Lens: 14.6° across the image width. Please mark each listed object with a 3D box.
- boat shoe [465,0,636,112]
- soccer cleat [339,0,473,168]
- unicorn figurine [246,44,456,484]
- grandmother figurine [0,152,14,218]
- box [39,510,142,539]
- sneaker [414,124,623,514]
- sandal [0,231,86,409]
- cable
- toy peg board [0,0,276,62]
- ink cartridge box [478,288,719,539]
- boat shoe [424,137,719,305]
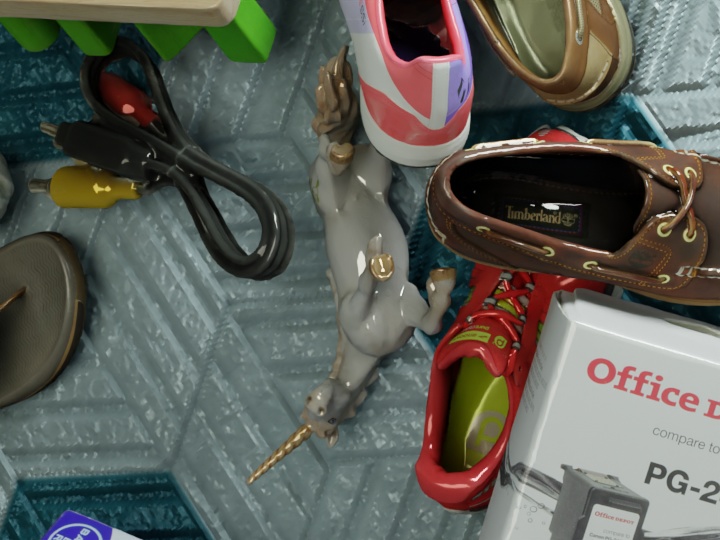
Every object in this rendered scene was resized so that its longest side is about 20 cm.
[{"bbox_3d":[0.071,-0.172,1.397,0.076,0.074,0.201,-34,77,22],"label":"boat shoe"},{"bbox_3d":[0.017,-0.146,1.390,0.073,0.068,0.201,103,158,-51],"label":"soccer cleat"},{"bbox_3d":[0.000,0.000,1.429,0.073,0.137,0.201,9,70,-12],"label":"unicorn figurine"},{"bbox_3d":[-0.278,-0.025,1.576,0.199,0.060,0.122,-16,86,26],"label":"grandmother figurine"},{"bbox_3d":[-0.113,0.243,1.422,0.199,0.184,0.105,20,137,23],"label":"box"},{"bbox_3d":[0.077,0.028,1.393,0.077,0.085,0.201,17,99,23],"label":"sneaker"},{"bbox_3d":[-0.234,0.046,1.558,0.199,0.055,0.082,-25,81,24],"label":"sandal"},{"bbox_3d":[-0.095,-0.059,1.479,0.199,0.050,0.098,23,90,35],"label":"cable"},{"bbox_3d":[-0.117,-0.202,1.474,0.199,0.098,0.200,5,66,25],"label":"toy peg board"},{"bbox_3d":[0.135,0.126,1.344,0.144,0.083,0.201,16,99,-1],"label":"ink cartridge box"},{"bbox_3d":[0.130,-0.025,1.337,0.199,0.070,0.071,2,76,-2],"label":"boat shoe"}]
